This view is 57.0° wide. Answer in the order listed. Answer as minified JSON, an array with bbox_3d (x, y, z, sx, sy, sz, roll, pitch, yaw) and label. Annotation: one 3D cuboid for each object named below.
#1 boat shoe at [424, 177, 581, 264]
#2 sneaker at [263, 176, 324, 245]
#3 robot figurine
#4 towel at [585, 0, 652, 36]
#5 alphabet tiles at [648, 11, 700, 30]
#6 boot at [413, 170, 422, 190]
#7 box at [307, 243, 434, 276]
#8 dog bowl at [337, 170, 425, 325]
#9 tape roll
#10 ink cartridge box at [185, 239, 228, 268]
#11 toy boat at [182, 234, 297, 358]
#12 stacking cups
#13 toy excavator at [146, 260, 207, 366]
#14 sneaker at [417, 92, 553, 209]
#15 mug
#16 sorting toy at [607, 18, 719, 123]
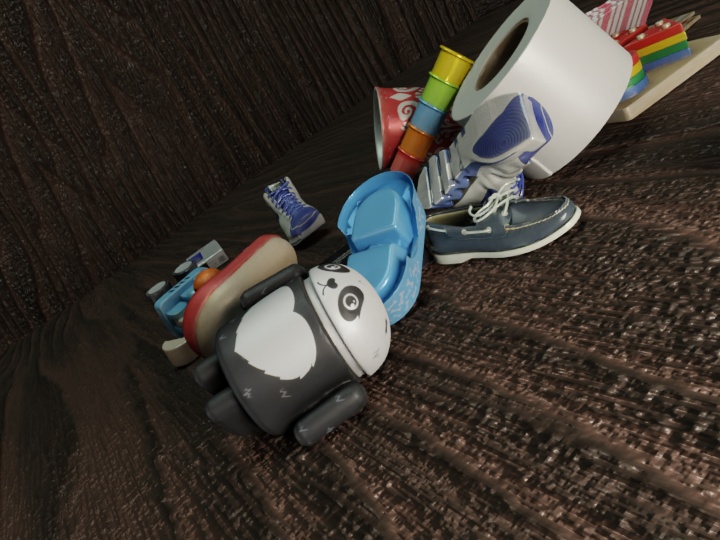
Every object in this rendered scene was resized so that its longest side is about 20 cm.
[{"bbox_3d":[0.152,-0.057,0.754,0.198,0.063,0.075,-9,27,51],"label":"boat shoe"},{"bbox_3d":[-0.146,-0.124,1.336,0.080,0.116,0.199,-37,17,-8],"label":"sneaker"},{"bbox_3d":[-0.065,0.079,0.655,0.198,0.152,0.125,-32,4,1],"label":"robot figurine"},{"bbox_3d":[0.396,-0.380,1.080,0.198,0.147,0.030,-35,61,-13],"label":"towel"},{"bbox_3d":[0.496,-0.406,1.192,0.166,0.008,0.199,-39,18,-18],"label":"alphabet tiles"},{"bbox_3d":[0.117,-0.129,1.006,0.185,0.065,0.198,-30,15,-39],"label":"boot"},{"bbox_3d":[0.000,0.000,0.911,0.142,0.036,0.200,-36,17,-11],"label":"box"},{"bbox_3d":[0.024,-0.023,0.782,0.110,0.050,0.203,-15,50,32],"label":"dog bowl"},{"bbox_3d":[0.233,-0.243,0.872,0.204,0.138,0.204,-53,15,20],"label":"tape roll"},{"bbox_3d":[-0.387,-0.028,1.662,0.094,0.037,0.200,-36,20,-9],"label":"ink cartridge box"},{"bbox_3d":[-0.178,0.034,0.922,0.128,0.133,0.200,13,38,25],"label":"toy boat"},{"bbox_3d":[0.102,-0.229,0.997,0.061,0.059,0.203,-89,23,-70],"label":"stacking cups"},{"bbox_3d":[-0.293,0.074,1.145,0.198,0.101,0.195,1,38,46],"label":"toy excavator"},{"bbox_3d":[0.166,-0.128,0.793,0.199,0.113,0.082,-35,53,52],"label":"sneaker"},{"bbox_3d":[0.124,-0.237,1.118,0.195,0.137,0.178,-6,-15,-2],"label":"mug"},{"bbox_3d":[0.390,-0.298,0.979,0.198,0.070,0.198,-35,18,-10],"label":"sorting toy"}]
